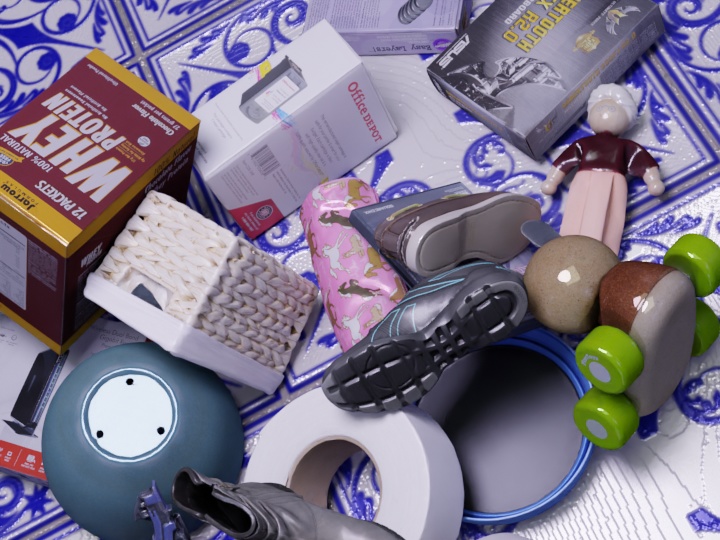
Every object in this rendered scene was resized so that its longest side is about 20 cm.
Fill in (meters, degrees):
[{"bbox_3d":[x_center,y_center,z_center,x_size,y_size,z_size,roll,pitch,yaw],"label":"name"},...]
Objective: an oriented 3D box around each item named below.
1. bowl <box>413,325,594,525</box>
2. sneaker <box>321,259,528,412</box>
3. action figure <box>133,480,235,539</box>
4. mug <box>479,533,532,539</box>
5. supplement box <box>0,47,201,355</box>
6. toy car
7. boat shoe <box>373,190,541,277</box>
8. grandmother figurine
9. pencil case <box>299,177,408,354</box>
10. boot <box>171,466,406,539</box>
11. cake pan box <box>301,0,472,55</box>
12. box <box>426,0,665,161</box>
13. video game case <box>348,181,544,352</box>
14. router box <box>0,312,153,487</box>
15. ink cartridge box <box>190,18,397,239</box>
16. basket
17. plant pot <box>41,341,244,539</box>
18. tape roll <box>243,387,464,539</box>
[{"bbox_3d":[0.125,0.143,1.261,0.200,0.039,0.201,-7,63,15],"label":"bowl"},{"bbox_3d":[0.054,0.057,1.188,0.200,0.076,0.079,-29,29,3],"label":"sneaker"},{"bbox_3d":[-0.185,0.276,1.252,0.193,0.201,0.105,-12,17,5],"label":"action figure"},{"bbox_3d":[0.117,0.310,1.111,0.186,0.150,0.153,-15,49,-19],"label":"mug"},{"bbox_3d":[-0.277,-0.066,1.317,0.133,0.200,0.197,35,56,9],"label":"supplement box"},{"bbox_3d":[0.201,0.030,1.212,0.200,0.158,0.164,30,57,30],"label":"toy car"},{"bbox_3d":[0.096,-0.041,1.271,0.059,0.200,0.072,24,117,37],"label":"boat shoe"},{"bbox_3d":[0.241,-0.093,1.330,0.121,0.061,0.201,8,70,10],"label":"grandmother figurine"},{"bbox_3d":[0.000,0.000,1.350,0.086,0.083,0.200,-3,55,-27],"label":"pencil case"},{"bbox_3d":[-0.061,0.225,1.132,0.200,0.131,0.068,18,86,34],"label":"boot"},{"bbox_3d":[0.039,-0.339,1.522,0.184,0.052,0.201,1,66,17],"label":"cake pan box"},{"bbox_3d":[0.193,-0.231,1.409,0.200,0.048,0.158,-44,53,-5],"label":"box"},{"bbox_3d":[0.101,-0.009,1.305,0.143,0.019,0.200,-16,48,-33],"label":"video game case"},{"bbox_3d":[-0.328,0.131,1.412,0.199,0.049,0.180,11,69,23],"label":"router box"},{"bbox_3d":[-0.077,-0.145,1.408,0.200,0.148,0.086,-37,60,-3],"label":"ink cartridge box"},{"bbox_3d":[-0.146,0.022,1.307,0.135,0.200,0.124,29,88,30],"label":"basket"},{"bbox_3d":[-0.213,0.153,1.279,0.199,0.135,0.201,1,71,-3],"label":"plant pot"},{"bbox_3d":[-0.009,0.207,1.227,0.202,0.071,0.203,-10,72,30],"label":"tape roll"}]
